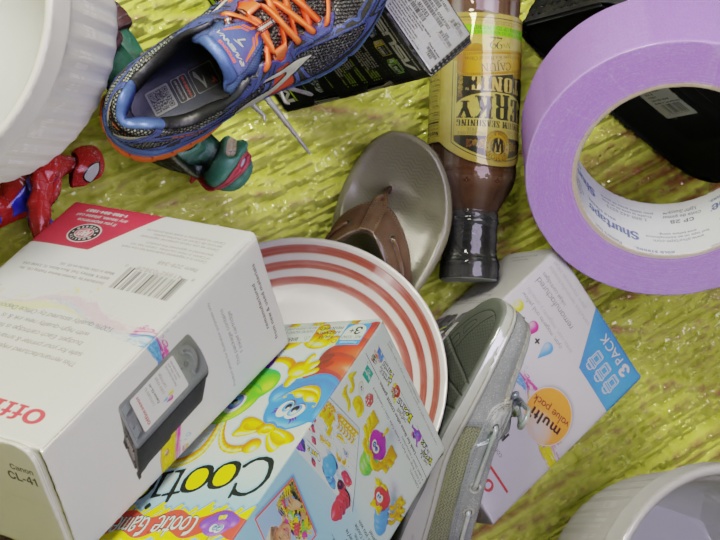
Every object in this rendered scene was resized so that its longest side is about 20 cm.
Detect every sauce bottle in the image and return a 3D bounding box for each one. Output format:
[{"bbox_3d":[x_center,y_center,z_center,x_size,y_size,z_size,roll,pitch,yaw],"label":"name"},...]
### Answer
[{"bbox_3d":[0.078,-0.092,1.550,0.065,0.065,0.201,2,86,-29],"label":"sauce bottle"}]

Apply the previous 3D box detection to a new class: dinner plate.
[{"bbox_3d":[-0.043,0.075,1.439,0.199,0.024,0.201,-3,67,6],"label":"dinner plate"}]

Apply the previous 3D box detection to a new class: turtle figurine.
[{"bbox_3d":[-0.115,-0.115,1.412,0.200,0.150,0.101,41,89,-12],"label":"turtle figurine"}]

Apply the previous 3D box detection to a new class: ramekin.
[{"bbox_3d":[-0.234,-0.140,1.306,0.105,0.200,0.201,10,80,-65],"label":"ramekin"},{"bbox_3d":[0.221,0.233,1.581,0.200,0.105,0.201,1,88,-29],"label":"ramekin"}]

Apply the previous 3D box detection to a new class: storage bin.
[{"bbox_3d":[0.229,-0.157,1.596,0.200,0.135,0.094,37,70,-22],"label":"storage bin"}]

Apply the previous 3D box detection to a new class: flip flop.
[{"bbox_3d":[0.000,0.000,1.492,0.081,0.058,0.200,27,77,8],"label":"flip flop"}]

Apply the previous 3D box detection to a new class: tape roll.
[{"bbox_3d":[0.208,-0.082,1.514,0.200,0.200,0.066,36,28,-23],"label":"tape roll"}]

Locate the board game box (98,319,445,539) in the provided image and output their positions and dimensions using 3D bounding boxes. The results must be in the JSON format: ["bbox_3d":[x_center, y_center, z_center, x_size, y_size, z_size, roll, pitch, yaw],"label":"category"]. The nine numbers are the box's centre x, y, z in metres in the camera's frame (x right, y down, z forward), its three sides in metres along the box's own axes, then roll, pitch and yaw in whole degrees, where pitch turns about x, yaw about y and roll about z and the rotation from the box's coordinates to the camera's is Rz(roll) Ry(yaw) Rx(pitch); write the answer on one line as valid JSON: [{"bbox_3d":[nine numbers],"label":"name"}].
[{"bbox_3d":[-0.052,0.131,1.292,0.200,0.103,0.105,-55,129,-42],"label":"board game box"}]

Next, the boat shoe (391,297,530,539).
[{"bbox_3d":[0.066,0.114,1.452,0.065,0.074,0.202,16,103,-19],"label":"boat shoe"}]

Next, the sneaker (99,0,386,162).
[{"bbox_3d":[-0.063,-0.126,1.300,0.200,0.078,0.075,-37,93,3],"label":"sneaker"}]

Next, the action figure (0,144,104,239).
[{"bbox_3d":[-0.226,-0.005,1.375,0.200,0.065,0.099,-34,96,-25],"label":"action figure"}]

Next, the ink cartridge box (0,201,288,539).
[{"bbox_3d":[-0.159,0.055,1.281,0.200,0.147,0.086,-47,134,-36],"label":"ink cartridge box"}]

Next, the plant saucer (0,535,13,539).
[{"bbox_3d":[-0.201,0.102,1.339,0.200,0.200,0.035,-27,143,-28],"label":"plant saucer"}]

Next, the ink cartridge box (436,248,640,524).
[{"bbox_3d":[0.082,0.091,1.539,0.200,0.068,0.115,-42,106,-24],"label":"ink cartridge box"}]

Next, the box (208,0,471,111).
[{"bbox_3d":[-0.045,-0.198,1.414,0.048,0.193,0.200,-42,106,-22],"label":"box"}]
